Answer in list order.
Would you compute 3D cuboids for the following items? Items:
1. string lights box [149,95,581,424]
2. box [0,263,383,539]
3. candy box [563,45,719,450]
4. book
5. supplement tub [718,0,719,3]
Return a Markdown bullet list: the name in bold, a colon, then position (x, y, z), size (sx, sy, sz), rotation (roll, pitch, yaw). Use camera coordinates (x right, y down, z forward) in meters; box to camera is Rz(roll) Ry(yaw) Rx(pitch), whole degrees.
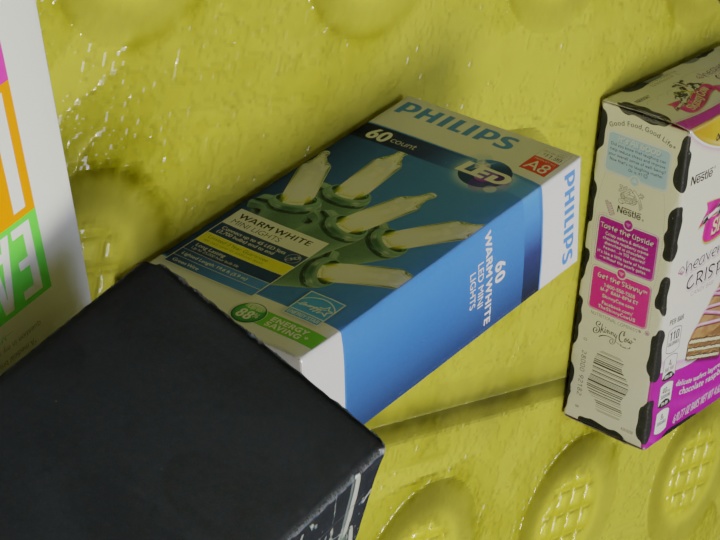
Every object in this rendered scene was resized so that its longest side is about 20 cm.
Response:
- **string lights box**: position (0.000, 0.000, 1.006), size (0.200, 0.102, 0.059), rotation (-36, 135, -41)
- **box**: position (-0.111, 0.140, 0.845), size (0.200, 0.124, 0.197), rotation (-41, 158, -35)
- **candy box**: position (0.187, -0.016, 1.312), size (0.136, 0.061, 0.201), rotation (-27, 130, -45)
- **book**: position (-0.162, -0.035, 0.807), size (0.134, 0.048, 0.201), rotation (-39, 135, -39)
- **supplement tub**: position (0.259, -0.232, 1.230), size (0.122, 0.122, 0.201), rotation (-30, 131, -44)
